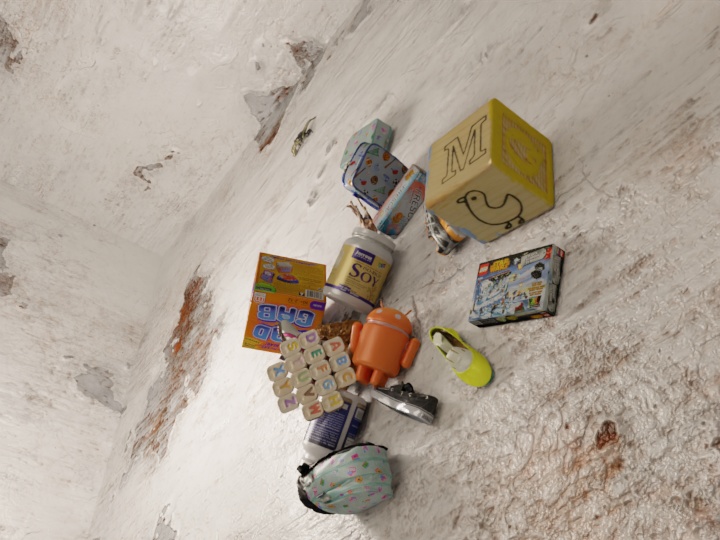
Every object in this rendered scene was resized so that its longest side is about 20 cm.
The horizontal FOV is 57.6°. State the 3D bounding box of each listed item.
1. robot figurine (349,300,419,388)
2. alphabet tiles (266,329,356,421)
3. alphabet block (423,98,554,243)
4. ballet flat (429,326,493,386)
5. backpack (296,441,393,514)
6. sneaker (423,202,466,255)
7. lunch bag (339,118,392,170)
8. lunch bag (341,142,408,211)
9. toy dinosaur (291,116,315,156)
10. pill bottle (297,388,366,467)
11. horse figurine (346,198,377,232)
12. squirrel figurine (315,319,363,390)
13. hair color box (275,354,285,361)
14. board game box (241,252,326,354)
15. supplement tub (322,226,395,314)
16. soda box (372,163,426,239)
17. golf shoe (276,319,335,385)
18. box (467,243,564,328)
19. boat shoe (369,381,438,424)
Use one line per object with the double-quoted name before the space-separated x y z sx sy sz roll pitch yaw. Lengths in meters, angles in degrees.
"robot figurine" 0.050 0.172 1.528 0.144 0.116 0.201 -5 61 58
"alphabet tiles" -0.116 0.243 1.528 0.195 0.015 0.201 -22 68 -1
"alphabet block" 0.276 -0.208 1.409 0.200 0.195 0.197 -33 40 46
"ballet flat" 0.194 0.170 1.333 0.067 0.067 0.200 -56 28 9
"backpack" -0.019 0.442 1.381 0.200 0.167 0.127 -38 55 34
"sneaker" 0.190 -0.111 1.599 0.077 0.078 0.200 -60 24 24
"lunch bag" 0.022 -0.408 2.164 0.200 0.077 0.161 -16 50 55
"lunch bag" 0.042 -0.260 1.854 0.075 0.200 0.161 20 82 54
"toy dinosaur" -0.248 -0.589 2.844 0.200 0.047 0.088 -57 20 2
"pill bottle" -0.069 0.383 1.540 0.116 0.115 0.201 -6 59 58
"horse figurine" 0.013 -0.146 1.915 0.050 0.133 0.200 -29 25 -2
"squirrel figurine" -0.050 0.204 1.661 0.186 0.141 0.201 -26 46 40
"hair color box" -0.232 0.206 2.050 0.111 0.064 0.200 -60 26 2
"board game box" -0.213 0.098 1.855 0.200 0.199 0.200 -95 18 -58
"supplement tub" 0.000 0.000 1.745 0.145 0.145 0.201 9 73 62
"soda box" 0.119 -0.189 1.804 0.200 0.063 0.068 -54 28 16
"golf shoe" -0.127 0.192 1.597 0.092 0.073 0.200 -38 67 -4
"box" 0.305 0.034 1.295 0.200 0.040 0.137 -17 51 54
"boat shoe" 0.095 0.274 1.412 0.200 0.070 0.066 4 61 61
